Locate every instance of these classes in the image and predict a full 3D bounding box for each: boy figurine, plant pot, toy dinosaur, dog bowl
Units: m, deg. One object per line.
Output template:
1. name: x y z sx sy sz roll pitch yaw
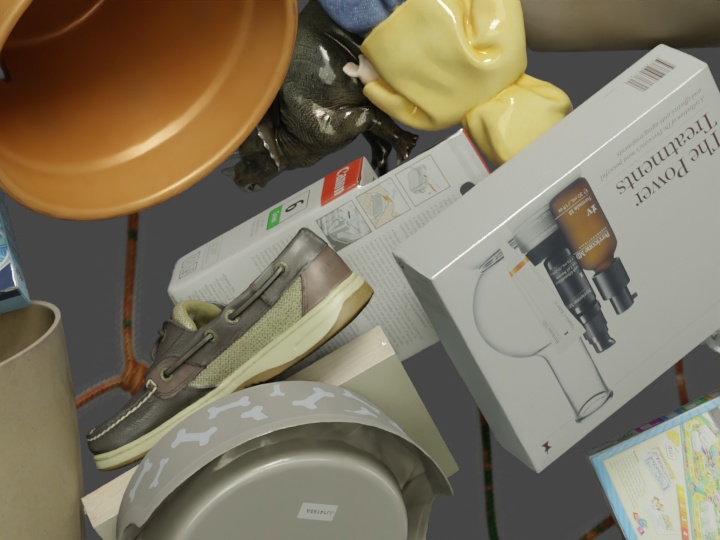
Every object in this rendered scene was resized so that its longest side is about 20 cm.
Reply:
1. boy figurine: 0.048 -0.132 1.324 0.200 0.064 0.124 43 126 -4
2. plant pot: 0.164 -0.206 1.348 0.173 0.200 0.201 -14 91 15
3. toy dinosaur: -0.006 -0.122 1.389 0.102 0.077 0.201 28 95 -15
4. dog bowl: -0.046 0.148 1.324 0.199 0.059 0.201 -12 128 -16
5. plant pot: -0.154 -0.148 1.322 0.200 0.200 0.140 -41 52 0
6. plant pot: -0.232 0.144 1.351 0.186 0.187 0.201 -16 104 -1

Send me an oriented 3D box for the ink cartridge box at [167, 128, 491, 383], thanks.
1. ink cartridge box: 0.000 0.000 1.369 0.199 0.050 0.109 -29 109 13

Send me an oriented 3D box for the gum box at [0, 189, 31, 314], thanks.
1. gum box: -0.298 -0.054 1.374 0.169 0.045 0.201 -16 74 -1

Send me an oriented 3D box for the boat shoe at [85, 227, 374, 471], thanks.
1. boat shoe: -0.083 0.044 1.333 0.200 0.073 0.065 -34 92 20

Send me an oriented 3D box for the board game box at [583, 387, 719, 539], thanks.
1. board game box: 0.236 0.174 1.419 0.134 0.034 0.201 -24 91 -1

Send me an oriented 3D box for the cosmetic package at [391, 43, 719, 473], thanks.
1. cosmetic package: 0.135 -0.006 1.322 0.200 0.052 0.151 -38 124 -11

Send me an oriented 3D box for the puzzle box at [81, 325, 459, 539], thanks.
1. puzzle box: -0.050 0.124 1.373 0.199 0.133 0.025 -29 50 -1

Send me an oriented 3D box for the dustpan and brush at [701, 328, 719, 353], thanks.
1. dustpan and brush: 0.231 0.033 1.391 0.199 0.140 0.057 -25 112 27
